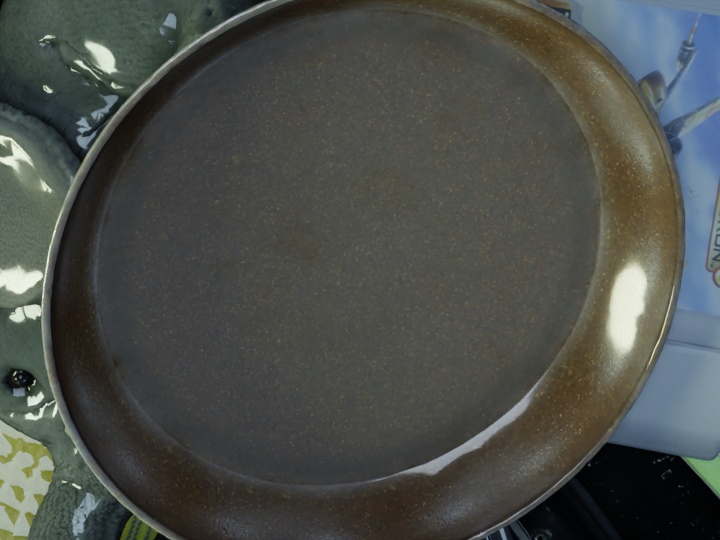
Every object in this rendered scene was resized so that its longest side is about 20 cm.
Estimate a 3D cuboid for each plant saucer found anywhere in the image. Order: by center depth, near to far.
[{"bbox_3d":[0.000,0.000,0.802,0.199,0.032,0.201,-7,119,-14],"label":"plant saucer"}]

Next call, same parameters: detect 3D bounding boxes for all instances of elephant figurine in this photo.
[{"bbox_3d":[-0.096,-0.016,0.855,0.200,0.155,0.141,-45,134,9],"label":"elephant figurine"}]

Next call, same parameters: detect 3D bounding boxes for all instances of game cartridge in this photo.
[{"bbox_3d":[0.082,-0.042,0.844,0.132,0.042,0.201,11,107,13],"label":"game cartridge"}]

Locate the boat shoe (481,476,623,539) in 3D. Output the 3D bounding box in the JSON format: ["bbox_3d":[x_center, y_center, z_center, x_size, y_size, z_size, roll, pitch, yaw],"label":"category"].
[{"bbox_3d":[0.085,0.132,0.892,0.200,0.075,0.062,51,127,0],"label":"boat shoe"}]

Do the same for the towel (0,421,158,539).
[{"bbox_3d":[-0.146,0.114,0.922,0.143,0.023,0.201,19,96,-2],"label":"towel"}]

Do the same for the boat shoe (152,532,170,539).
[{"bbox_3d":[0.005,0.145,0.902,0.199,0.074,0.066,28,65,-10],"label":"boat shoe"}]

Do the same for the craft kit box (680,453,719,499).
[{"bbox_3d":[0.158,-0.026,0.896,0.197,0.049,0.200,-43,93,2],"label":"craft kit box"}]
